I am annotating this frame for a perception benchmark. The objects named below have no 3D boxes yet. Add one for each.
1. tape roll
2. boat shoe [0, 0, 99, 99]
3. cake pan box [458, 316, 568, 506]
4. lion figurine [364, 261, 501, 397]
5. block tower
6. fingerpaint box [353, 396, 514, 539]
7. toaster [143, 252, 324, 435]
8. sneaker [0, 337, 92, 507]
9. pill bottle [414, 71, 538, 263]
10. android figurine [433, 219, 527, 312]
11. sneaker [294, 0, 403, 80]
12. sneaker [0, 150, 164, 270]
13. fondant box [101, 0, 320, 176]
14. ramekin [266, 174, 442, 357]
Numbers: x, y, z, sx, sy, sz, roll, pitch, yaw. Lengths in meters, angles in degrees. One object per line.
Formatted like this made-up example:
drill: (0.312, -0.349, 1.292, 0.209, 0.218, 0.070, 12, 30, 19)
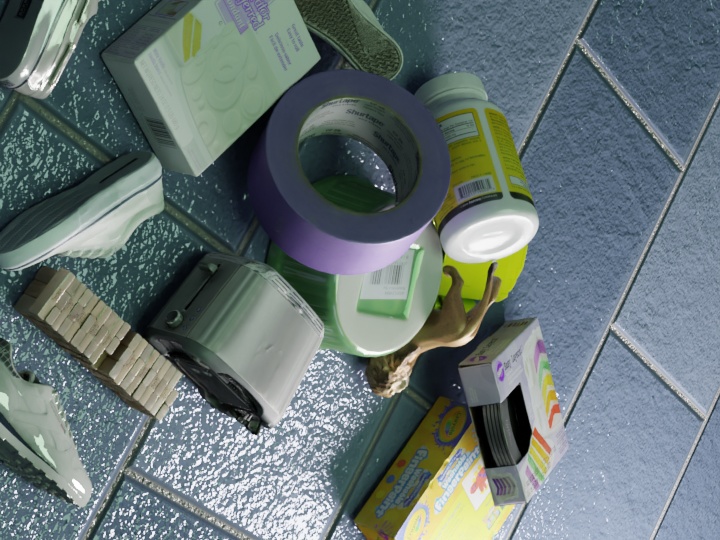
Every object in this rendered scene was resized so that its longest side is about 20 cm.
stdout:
tape roll: (-0.012, -0.102, 1.677, 0.199, 0.085, 0.201, 7, 66, -15)
boat shoe: (-0.268, -0.251, 1.466, 0.066, 0.072, 0.201, 27, 83, -50)
cake pan box: (0.191, 0.172, 1.993, 0.200, 0.052, 0.185, -31, 107, -62)
lion figurine: (0.082, 0.067, 1.850, 0.072, 0.200, 0.123, 32, 53, -23)
block tower: (-0.256, 0.070, 1.583, 0.054, 0.058, 0.200, -57, 136, -17)
fingerpaint box: (0.102, 0.288, 1.996, 0.200, 0.073, 0.167, -54, 134, -23)
toaster: (-0.122, 0.073, 1.679, 0.200, 0.113, 0.129, 48, 65, -40)
sneaker: (-0.310, 0.152, 1.543, 0.081, 0.076, 0.200, -59, 137, -28)
pill bottle: (0.123, -0.119, 1.813, 0.112, 0.112, 0.201, 20, 47, -47)
android figurine: (0.135, -0.028, 1.962, 0.199, 0.041, 0.183, 5, 98, -46)
sneaker: (-0.038, -0.282, 1.706, 0.073, 0.085, 0.200, -39, 112, 3)
sneaker: (-0.259, -0.041, 1.533, 0.200, 0.073, 0.071, -35, 121, -34)
fondant box: (-0.146, -0.214, 1.610, 0.200, 0.058, 0.145, -48, 130, -27)
ramekin: (0.000, 0.000, 1.790, 0.200, 0.097, 0.201, -15, 112, -42)
